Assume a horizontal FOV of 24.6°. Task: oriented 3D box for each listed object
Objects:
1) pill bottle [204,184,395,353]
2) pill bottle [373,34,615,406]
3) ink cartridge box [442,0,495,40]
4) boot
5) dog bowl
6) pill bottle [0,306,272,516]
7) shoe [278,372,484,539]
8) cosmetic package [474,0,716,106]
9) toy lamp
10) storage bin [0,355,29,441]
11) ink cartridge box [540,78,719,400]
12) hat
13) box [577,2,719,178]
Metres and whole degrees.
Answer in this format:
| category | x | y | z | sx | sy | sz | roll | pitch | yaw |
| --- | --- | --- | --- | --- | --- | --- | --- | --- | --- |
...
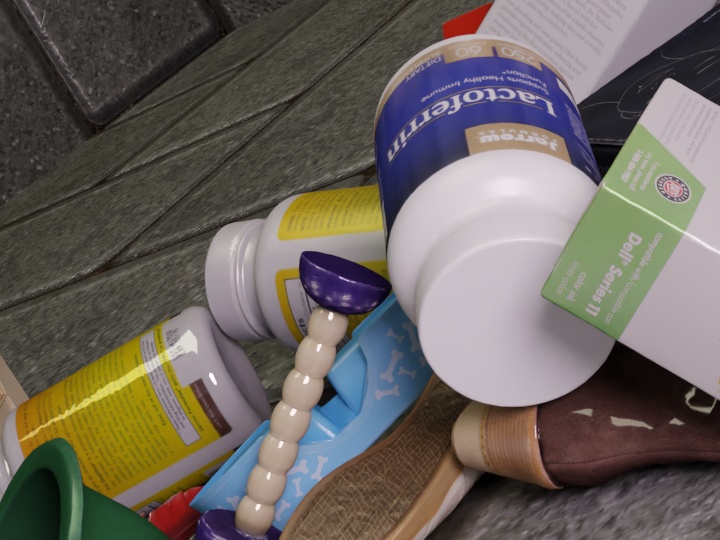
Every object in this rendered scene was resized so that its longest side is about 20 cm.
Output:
| category | x | y | z | sx | sy | sz | roll | pitch | yaw |
| --- | --- | --- | --- | --- | --- | --- | --- | --- | --- |
| pill bottle | 0.000 | 0.000 | 1.086 | 0.199 | 0.112 | 0.111 | -4 | 27 | 30 |
| pill bottle | 0.068 | -0.028 | 0.834 | 0.115 | 0.116 | 0.201 | -28 | 30 | 13 |
| ink cartridge box | 0.118 | -0.107 | 1.129 | 0.043 | 0.202 | 0.173 | 3 | -14 | -45 |
| boot | 0.154 | 0.044 | 0.842 | 0.165 | 0.073 | 0.200 | -7 | 27 | 36 |
| dog bowl | -0.013 | 0.081 | 0.960 | 0.200 | 0.050 | 0.111 | -46 | 1 | -2 |
| pill bottle | -0.166 | 0.116 | 1.123 | 0.199 | 0.110 | 0.109 | -30 | 15 | 6 |
| shoe | 0.030 | 0.115 | 0.870 | 0.070 | 0.054 | 0.200 | 13 | 47 | 41 |
| cosmetic package | 0.138 | -0.147 | 1.029 | 0.071 | 0.102 | 0.201 | 3 | -54 | -47 |
| toy lamp | -0.042 | 0.092 | 0.871 | 0.058 | 0.058 | 0.201 | -116 | 44 | -75 |
| storage bin | -0.400 | 0.170 | 1.450 | 0.199 | 0.094 | 0.199 | -29 | 15 | 9 |
| ink cartridge box | 0.190 | 0.012 | 0.706 | 0.117 | 0.199 | 0.068 | -50 | -11 | -52 |
| hat | -0.122 | 0.194 | 0.968 | 0.165 | 0.175 | 0.201 | 4 | 75 | 63 |
| box | 0.236 | -0.076 | 0.914 | 0.199 | 0.124 | 0.196 | -35 | 13 | -11 |
